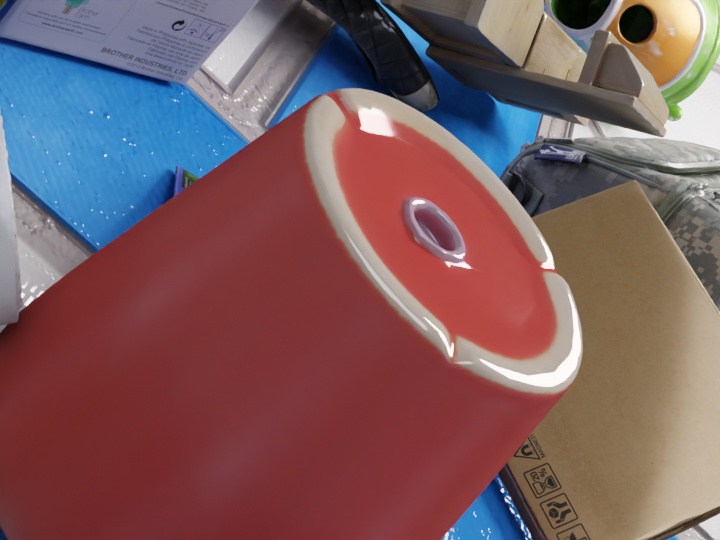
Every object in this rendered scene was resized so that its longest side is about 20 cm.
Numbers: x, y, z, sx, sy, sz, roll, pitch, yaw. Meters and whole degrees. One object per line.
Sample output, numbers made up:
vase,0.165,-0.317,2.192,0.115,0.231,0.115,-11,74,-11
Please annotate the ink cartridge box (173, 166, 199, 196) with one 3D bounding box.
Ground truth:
ink cartridge box,0.000,0.000,0.760,0.199,0.042,0.119,27,17,-14

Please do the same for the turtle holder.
turtle holder,0.220,-0.224,1.291,0.131,0.141,0.186,17,42,-42

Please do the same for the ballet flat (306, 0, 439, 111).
ballet flat,-0.023,-0.170,1.002,0.200,0.057,0.066,41,1,-24

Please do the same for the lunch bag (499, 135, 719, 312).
lunch bag,0.192,-0.020,1.018,0.168,0.140,0.200,39,22,22

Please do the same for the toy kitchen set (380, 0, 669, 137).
toy kitchen set,0.153,-0.205,1.040,0.162,0.182,0.200,20,-3,31

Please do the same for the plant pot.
plant pot,-0.023,0.038,0.597,0.200,0.177,0.201,33,31,-24

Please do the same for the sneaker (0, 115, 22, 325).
sneaker,-0.184,-0.067,0.613,0.079,0.079,0.201,-8,68,-15

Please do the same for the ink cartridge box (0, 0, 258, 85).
ink cartridge box,-0.090,-0.197,0.767,0.136,0.200,0.077,9,47,-50

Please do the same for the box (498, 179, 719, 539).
box,0.135,0.056,0.853,0.163,0.021,0.201,-20,65,-17
